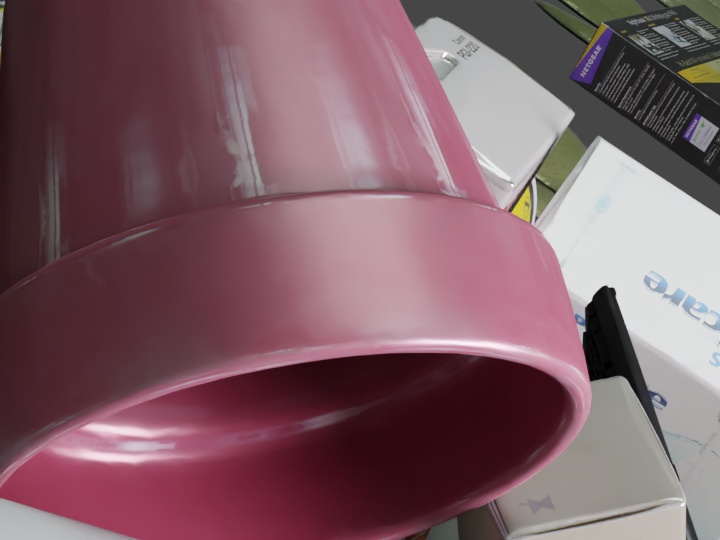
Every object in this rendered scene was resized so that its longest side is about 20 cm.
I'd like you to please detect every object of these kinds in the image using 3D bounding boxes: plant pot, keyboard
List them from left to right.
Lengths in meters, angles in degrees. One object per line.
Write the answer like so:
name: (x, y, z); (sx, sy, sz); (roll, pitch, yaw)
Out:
plant pot: (-0.040, -0.016, 0.889); (0.199, 0.200, 0.180); (11, 59, -42)
keyboard: (0.113, 0.113, 1.039); (0.020, 0.127, 0.201); (-11, 48, -2)

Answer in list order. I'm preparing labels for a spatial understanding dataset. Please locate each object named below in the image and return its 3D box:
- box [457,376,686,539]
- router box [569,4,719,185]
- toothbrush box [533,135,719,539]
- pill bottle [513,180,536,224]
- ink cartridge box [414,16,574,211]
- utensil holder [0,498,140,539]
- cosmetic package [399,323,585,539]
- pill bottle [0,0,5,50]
box: (0.077, 0.144, 1.001); (0.068, 0.201, 0.082); (-10, 36, -8)
router box: (0.263, -0.131, 2.063); (0.157, 0.052, 0.200); (37, 22, 16)
toothbrush box: (0.118, 0.057, 1.239); (0.146, 0.200, 0.085); (33, 57, 6)
pill bottle: (0.016, -0.019, 1.401); (0.112, 0.113, 0.200); (34, 22, 6)
ink cartridge box: (0.000, 0.000, 1.214); (0.085, 0.200, 0.146); (33, 21, 4)
utensil holder: (-0.095, 0.153, 0.795); (0.199, 0.170, 0.170); (21, 23, -22)
cosmetic package: (0.020, 0.100, 1.083); (0.052, 0.151, 0.200); (27, 19, 18)
pill bottle: (-0.137, -0.005, 1.007); (0.111, 0.111, 0.201); (25, 44, -16)
